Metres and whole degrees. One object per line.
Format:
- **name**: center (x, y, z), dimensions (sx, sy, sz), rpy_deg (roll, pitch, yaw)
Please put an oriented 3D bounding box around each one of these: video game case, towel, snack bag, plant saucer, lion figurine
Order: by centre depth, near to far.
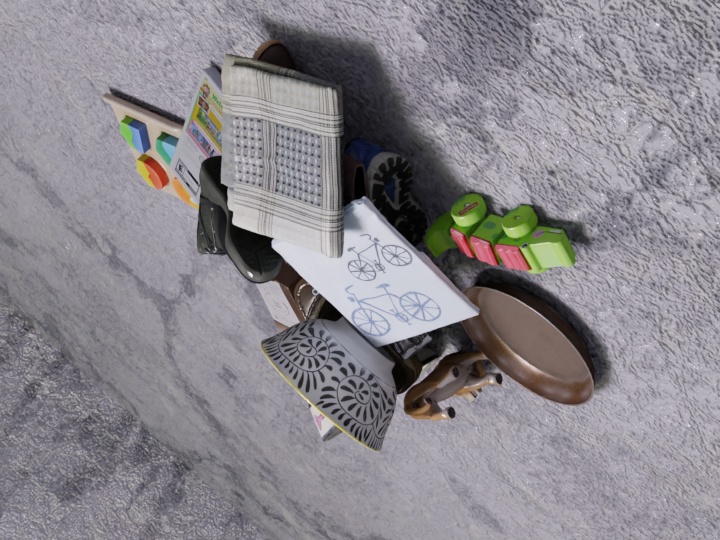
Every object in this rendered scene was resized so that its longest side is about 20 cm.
- **towel**: center (-0.091, -0.127, 1.473), dimensions (0.199, 0.034, 0.194), rpy_deg (22, 121, 43)
- **snack bag**: center (0.012, 0.005, 1.530), dimensions (0.200, 0.022, 0.188), rpy_deg (43, 144, -20)
- **plant saucer**: center (0.203, 0.083, 1.610), dimensions (0.200, 0.032, 0.201), rpy_deg (36, 157, 18)
- **video game case**: center (-0.161, -0.125, 1.708), dimensions (0.200, 0.022, 0.183), rpy_deg (51, 139, 21)
- **lion figurine**: center (0.106, 0.150, 1.733), dimensions (0.122, 0.199, 0.073), rpy_deg (-19, 87, 43)

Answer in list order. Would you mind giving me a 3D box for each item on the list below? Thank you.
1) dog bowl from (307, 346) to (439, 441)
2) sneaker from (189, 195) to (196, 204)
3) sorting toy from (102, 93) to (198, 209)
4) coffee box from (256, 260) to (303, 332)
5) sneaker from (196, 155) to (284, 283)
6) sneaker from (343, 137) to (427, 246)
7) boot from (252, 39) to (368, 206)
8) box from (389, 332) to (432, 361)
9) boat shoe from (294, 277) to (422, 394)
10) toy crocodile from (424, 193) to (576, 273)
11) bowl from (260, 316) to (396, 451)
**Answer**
- **dog bowl**: center (0.009, 0.150, 1.862), dimensions (0.074, 0.199, 0.200), rpy_deg (53, 159, 8)
- **sneaker**: center (-0.158, -0.095, 1.801), dimensions (0.075, 0.087, 0.199), rpy_deg (30, 173, -42)
- **sorting toy**: center (-0.289, -0.162, 1.985), dimensions (0.184, 0.037, 0.201), rpy_deg (25, 152, 36)
- **coffee box**: center (-0.063, 0.036, 1.863), dimensions (0.079, 0.114, 0.201), rpy_deg (26, 153, 36)
- **sneaker**: center (-0.147, -0.038, 1.640), dimensions (0.200, 0.076, 0.115), rpy_deg (57, 150, 38)
- **sneaker**: center (0.021, -0.083, 1.580), dimensions (0.089, 0.078, 0.201), rpy_deg (44, 158, 34)
- **boot**: center (-0.051, -0.149, 1.513), dimensions (0.166, 0.072, 0.202), rpy_deg (28, 135, 40)
- **box**: center (0.000, 0.000, 1.680), dimensions (0.200, 0.050, 0.158), rpy_deg (50, -174, -23)
- **boat shoe**: center (-0.001, 0.078, 1.763), dimensions (0.200, 0.076, 0.072), rpy_deg (46, 122, 5)
- **toy crocodile**: center (0.149, -0.032, 1.451), dimensions (0.199, 0.062, 0.068), rpy_deg (16, 147, 47)
- **bowl**: center (-0.019, 0.120, 1.657), dimensions (0.200, 0.094, 0.201), rpy_deg (42, -177, -3)
